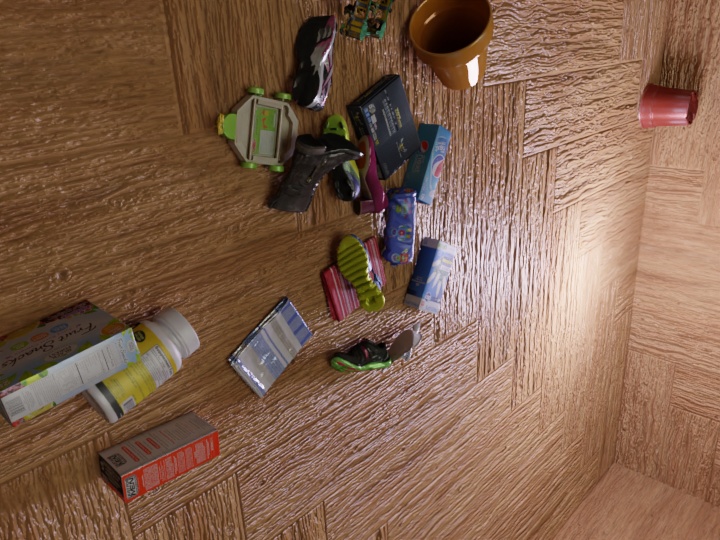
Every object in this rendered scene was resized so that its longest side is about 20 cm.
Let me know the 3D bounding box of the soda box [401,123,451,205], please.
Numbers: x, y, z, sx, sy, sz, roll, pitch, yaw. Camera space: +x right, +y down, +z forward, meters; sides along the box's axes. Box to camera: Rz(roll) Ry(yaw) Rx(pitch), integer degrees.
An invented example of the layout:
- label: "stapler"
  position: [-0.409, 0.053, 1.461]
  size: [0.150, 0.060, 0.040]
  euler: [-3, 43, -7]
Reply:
- label: "soda box"
  position: [0.172, -0.279, 1.579]
  size: [0.064, 0.067, 0.202]
  euler: [15, 91, -48]

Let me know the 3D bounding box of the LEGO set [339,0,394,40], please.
- label: "LEGO set"
  position: [-0.013, -0.565, 1.263]
  size: [0.200, 0.115, 0.155]
  euler: [-52, 160, -54]

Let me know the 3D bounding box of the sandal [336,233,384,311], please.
- label: "sandal"
  position: [0.000, 0.000, 1.459]
  size: [0.087, 0.079, 0.201]
  euler: [-79, 151, -64]

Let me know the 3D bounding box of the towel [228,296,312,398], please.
- label: "towel"
  position: [-0.197, 0.174, 1.352]
  size: [0.200, 0.024, 0.147]
  euler: [-50, 134, -25]

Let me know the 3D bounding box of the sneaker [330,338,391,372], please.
- label: "sneaker"
  position: [-0.003, 0.219, 1.557]
  size: [0.199, 0.076, 0.085]
  euler: [5, 74, -47]

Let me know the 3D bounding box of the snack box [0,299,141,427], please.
- label: "snack box"
  position: [-0.472, 0.133, 0.925]
  size: [0.199, 0.168, 0.068]
  euler: [-31, 125, -37]

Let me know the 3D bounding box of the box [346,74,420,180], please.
- label: "box"
  position: [0.062, -0.345, 1.450]
  size: [0.158, 0.051, 0.201]
  euler: [-46, 131, -30]

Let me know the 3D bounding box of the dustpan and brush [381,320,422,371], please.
- label: "dustpan and brush"
  position: [0.134, 0.197, 1.680]
  size: [0.057, 0.140, 0.201]
  euler: [36, 37, -14]

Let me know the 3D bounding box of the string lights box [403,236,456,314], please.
- label: "string lights box"
  position: [0.199, 0.015, 1.711]
  size: [0.102, 0.059, 0.202]
  euler: [16, 90, -50]

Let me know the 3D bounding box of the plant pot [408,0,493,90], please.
- label: "plant pot"
  position: [0.237, -0.556, 1.488]
  size: [0.201, 0.199, 0.183]
  euler: [-64, 154, -11]

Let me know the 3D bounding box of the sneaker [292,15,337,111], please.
- label: "sneaker"
  position: [-0.091, -0.428, 1.254]
  size: [0.086, 0.080, 0.202]
  euler: [21, 84, -72]

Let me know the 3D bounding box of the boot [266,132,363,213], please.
- label: "boot"
  position: [-0.098, -0.201, 1.283]
  size: [0.199, 0.069, 0.175]
  euler: [-7, 133, -43]

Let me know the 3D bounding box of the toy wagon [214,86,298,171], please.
- label: "toy wagon"
  position: [-0.207, -0.279, 1.184]
  size: [0.199, 0.039, 0.157]
  euler: [-3, 104, -47]

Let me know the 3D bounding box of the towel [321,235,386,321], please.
- label: "towel"
  position: [-0.015, 0.020, 1.505]
  size: [0.200, 0.022, 0.146]
  euler: [-37, 125, -37]

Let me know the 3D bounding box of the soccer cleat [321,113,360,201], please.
- label: "soccer cleat"
  position: [-0.043, -0.258, 1.370]
  size: [0.084, 0.064, 0.202]
  euler: [-60, 142, -61]

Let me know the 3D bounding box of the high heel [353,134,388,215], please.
- label: "high heel"
  position: [0.031, -0.232, 1.440]
  size: [0.096, 0.067, 0.201]
  euler: [-18, 130, -33]

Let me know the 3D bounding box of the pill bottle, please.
- label: "pill bottle"
  position: [-0.392, 0.161, 1.063]
  size: [0.200, 0.114, 0.115]
  euler: [-41, 130, -32]

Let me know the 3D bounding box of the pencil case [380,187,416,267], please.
- label: "pencil case"
  position: [0.098, -0.113, 1.546]
  size: [0.086, 0.078, 0.202]
  euler: [-1, 107, -8]

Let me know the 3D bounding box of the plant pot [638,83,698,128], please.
- label: "plant pot"
  position: [1.379, -0.727, 2.674]
  size: [0.200, 0.194, 0.203]
  euler: [-18, 116, -43]

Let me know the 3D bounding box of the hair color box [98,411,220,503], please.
- label: "hair color box"
  position: [-0.381, 0.350, 1.146]
  size: [0.199, 0.101, 0.062]
  euler: [-17, 115, -43]
